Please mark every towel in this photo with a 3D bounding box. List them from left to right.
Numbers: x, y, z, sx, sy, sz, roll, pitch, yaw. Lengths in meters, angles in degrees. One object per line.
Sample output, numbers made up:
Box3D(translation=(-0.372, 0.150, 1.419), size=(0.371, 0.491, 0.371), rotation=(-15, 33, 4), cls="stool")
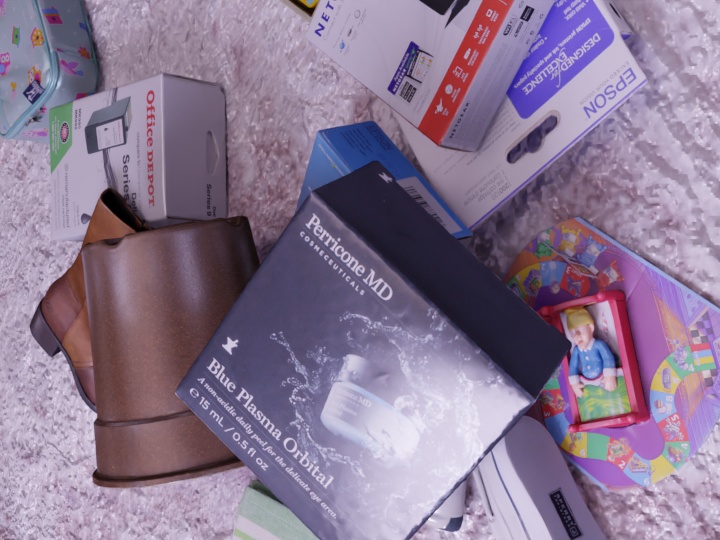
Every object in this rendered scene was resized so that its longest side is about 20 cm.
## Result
Box3D(translation=(-0.078, 0.319, 0.942), size=(0.151, 0.023, 0.204), rotation=(20, 99, 39), cls="towel")

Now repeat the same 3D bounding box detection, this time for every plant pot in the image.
Box3D(translation=(-0.153, 0.063, 0.879), size=(0.198, 0.199, 0.203), rotation=(-8, 93, 39), cls="plant pot")

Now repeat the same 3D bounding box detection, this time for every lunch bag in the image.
Box3D(translation=(-0.394, -0.258, 1.202), size=(0.159, 0.076, 0.204), rotation=(-30, 69, 35), cls="lunch bag")

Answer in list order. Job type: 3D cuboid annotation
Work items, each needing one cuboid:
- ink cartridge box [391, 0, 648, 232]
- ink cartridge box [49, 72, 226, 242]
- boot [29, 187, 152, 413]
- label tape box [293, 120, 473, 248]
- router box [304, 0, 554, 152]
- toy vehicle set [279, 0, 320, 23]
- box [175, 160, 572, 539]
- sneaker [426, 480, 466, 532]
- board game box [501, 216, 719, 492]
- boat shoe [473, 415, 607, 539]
Box3D(translation=(0.109, -0.159, 0.788), size=(0.198, 0.043, 0.203), rotation=(-40, 63, 33), cls="ink cartridge box")
Box3D(translation=(-0.236, -0.113, 1.056), size=(0.197, 0.083, 0.149), rotation=(-7, 84, 40), cls="ink cartridge box")
Box3D(translation=(-0.229, 0.046, 1.022), size=(0.189, 0.068, 0.200), rotation=(47, 121, 10), cls="boot")
Box3D(translation=(0.000, 0.000, 0.851), size=(0.145, 0.062, 0.202), rotation=(52, 140, 30), cls="label tape box")
Box3D(translation=(0.062, -0.224, 0.771), size=(0.179, 0.048, 0.202), rotation=(42, 116, 34), cls="router box")
Box3D(translation=(-0.069, -0.331, 0.960), size=(0.200, 0.026, 0.126), rotation=(42, 114, 34), cls="toy vehicle set")
Box3D(translation=(0.007, 0.069, 0.712), size=(0.196, 0.117, 0.201), rotation=(42, 117, 9), cls="box")
Box3D(translation=(0.001, 0.182, 0.847), size=(0.197, 0.072, 0.072), rotation=(-4, 82, 40), cls="sneaker")
Box3D(translation=(0.163, 0.062, 0.733), size=(0.199, 0.039, 0.160), rotation=(39, 112, 35), cls="board game box")
Box3D(translation=(0.140, 0.210, 0.737), size=(0.065, 0.072, 0.203), rotation=(-43, 57, 47), cls="boat shoe")
